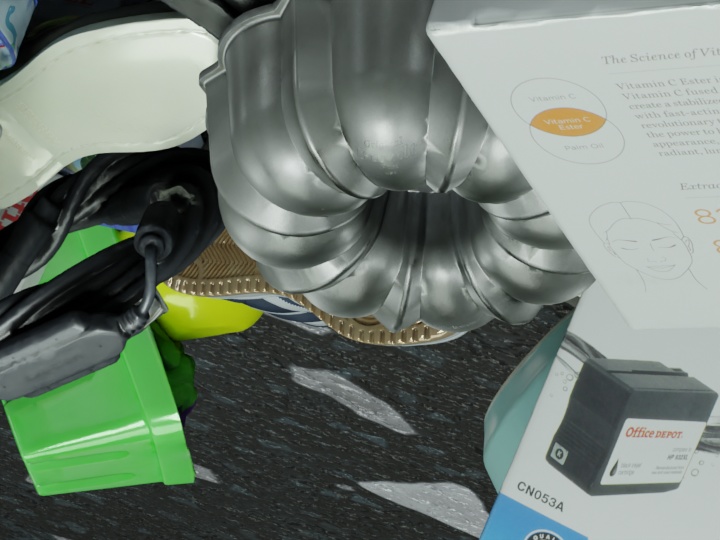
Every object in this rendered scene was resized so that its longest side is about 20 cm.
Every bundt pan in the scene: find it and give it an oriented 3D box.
[{"bbox_3d":[0.028,-0.038,1.069,0.200,0.076,0.202,3,149,2],"label":"bundt pan"}]

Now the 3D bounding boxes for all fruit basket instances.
[{"bbox_3d":[-0.120,0.010,1.437,0.214,0.217,0.156,17,162,4],"label":"fruit basket"}]

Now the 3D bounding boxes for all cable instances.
[{"bbox_3d":[-0.152,0.002,1.170,0.199,0.164,0.051,-25,117,26],"label":"cable"}]

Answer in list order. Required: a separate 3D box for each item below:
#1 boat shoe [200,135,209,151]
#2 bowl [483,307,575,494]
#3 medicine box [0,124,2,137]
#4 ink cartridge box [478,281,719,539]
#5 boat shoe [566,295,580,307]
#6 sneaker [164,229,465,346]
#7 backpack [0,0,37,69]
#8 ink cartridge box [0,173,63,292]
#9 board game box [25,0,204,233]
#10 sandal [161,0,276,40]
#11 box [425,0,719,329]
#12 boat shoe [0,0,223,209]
[{"bbox_3d":[-0.033,-0.064,1.214,0.066,0.072,0.200,35,166,-5],"label":"boat shoe"},{"bbox_3d":[0.141,0.078,1.355,0.105,0.201,0.201,45,167,14],"label":"bowl"},{"bbox_3d":[-0.281,-0.040,1.125,0.181,0.104,0.200,23,165,-22],"label":"medicine box"},{"bbox_3d":[0.156,0.079,1.149,0.145,0.201,0.084,25,-173,23],"label":"ink cartridge box"},{"bbox_3d":[0.069,-0.032,1.246,0.060,0.072,0.201,1,158,33],"label":"boat shoe"},{"bbox_3d":[0.000,0.000,1.289,0.199,0.071,0.108,10,179,36],"label":"sneaker"},{"bbox_3d":[-0.239,-0.143,1.147,0.199,0.155,0.163,1,153,7],"label":"backpack"},{"bbox_3d":[-0.267,-0.015,1.310,0.199,0.147,0.083,24,147,-5],"label":"ink cartridge box"},{"bbox_3d":[-0.187,-0.098,1.309,0.199,0.041,0.200,12,152,18],"label":"board game box"},{"bbox_3d":[-0.027,-0.119,1.099,0.200,0.076,0.048,28,133,-26],"label":"sandal"},{"bbox_3d":[0.140,-0.075,0.927,0.151,0.107,0.200,-2,146,30],"label":"box"},{"bbox_3d":[-0.123,-0.088,1.172,0.201,0.060,0.072,-20,122,38],"label":"boat shoe"}]
